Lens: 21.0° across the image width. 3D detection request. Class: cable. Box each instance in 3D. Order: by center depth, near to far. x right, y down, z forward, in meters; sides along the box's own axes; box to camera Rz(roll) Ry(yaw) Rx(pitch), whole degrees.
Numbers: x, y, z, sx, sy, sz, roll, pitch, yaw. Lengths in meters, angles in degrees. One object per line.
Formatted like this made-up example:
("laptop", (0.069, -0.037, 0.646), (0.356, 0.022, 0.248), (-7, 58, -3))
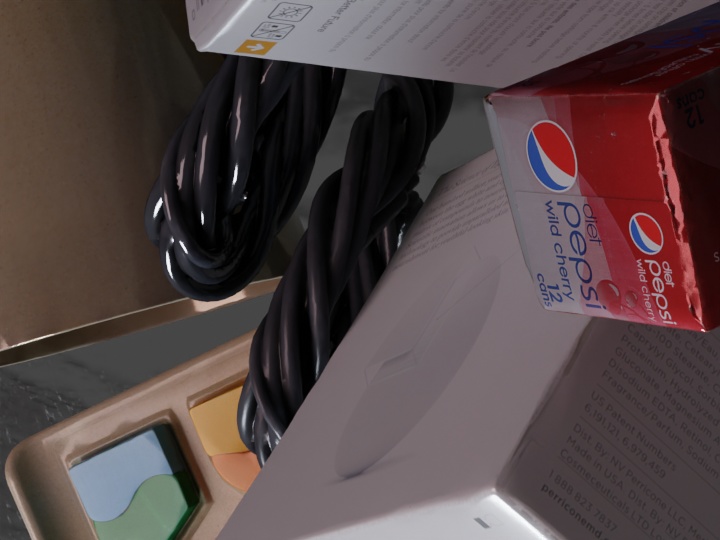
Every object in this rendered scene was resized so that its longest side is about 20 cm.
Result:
("cable", (-0.024, -0.077, 0.769), (0.051, 0.201, 0.164), (32, 133, -1))
("cable", (0.000, 0.000, 0.801), (0.050, 0.200, 0.164), (22, 124, 4))

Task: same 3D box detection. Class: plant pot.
("plant pot", (-0.133, -0.071, 0.910), (0.187, 0.186, 0.202), (-18, 87, 57))

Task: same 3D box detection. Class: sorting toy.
("sorting toy", (-0.060, 0.135, 0.962), (0.187, 0.199, 0.036), (66, -168, 3))

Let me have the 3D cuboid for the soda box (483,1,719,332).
("soda box", (0.133, -0.048, 0.545), (0.070, 0.199, 0.064), (6, 115, 53))

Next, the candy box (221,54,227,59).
("candy box", (-0.089, -0.124, 0.977), (0.103, 0.026, 0.200), (60, 147, 4))

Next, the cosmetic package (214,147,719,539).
("cosmetic package", (0.076, 0.047, 0.661), (0.123, 0.201, 0.199), (40, 150, -15))

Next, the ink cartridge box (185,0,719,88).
("ink cartridge box", (0.071, -0.118, 0.618), (0.198, 0.198, 0.047), (-41, 53, 54))
